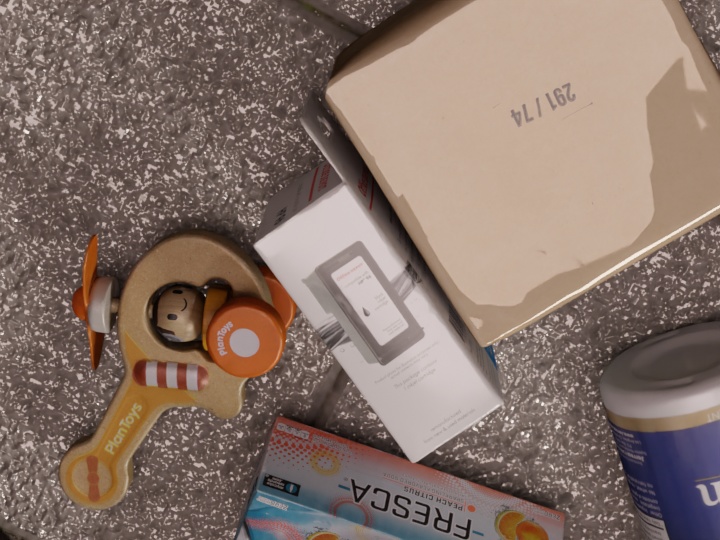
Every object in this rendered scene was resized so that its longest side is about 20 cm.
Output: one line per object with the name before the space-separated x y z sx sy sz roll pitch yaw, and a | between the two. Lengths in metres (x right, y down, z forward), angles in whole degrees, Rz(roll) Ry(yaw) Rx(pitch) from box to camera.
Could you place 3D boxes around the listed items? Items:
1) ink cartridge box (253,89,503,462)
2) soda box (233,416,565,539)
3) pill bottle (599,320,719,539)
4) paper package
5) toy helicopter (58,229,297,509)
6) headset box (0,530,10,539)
ink cartridge box | 0.000 0.000 0.964 0.068 0.116 0.200 -33 102 9
soda box | 0.026 0.165 1.026 0.199 0.069 0.064 19 130 -3
pill bottle | 0.225 0.142 1.000 0.111 0.111 0.201 -18 105 6
paper package | 0.106 -0.089 0.943 0.199 0.104 0.191 -30 103 9
toy helicopter | -0.136 0.061 1.008 0.132 0.079 0.200 31 108 -6
headset box | -0.296 0.242 0.997 0.149 0.200 0.077 -41 100 11
